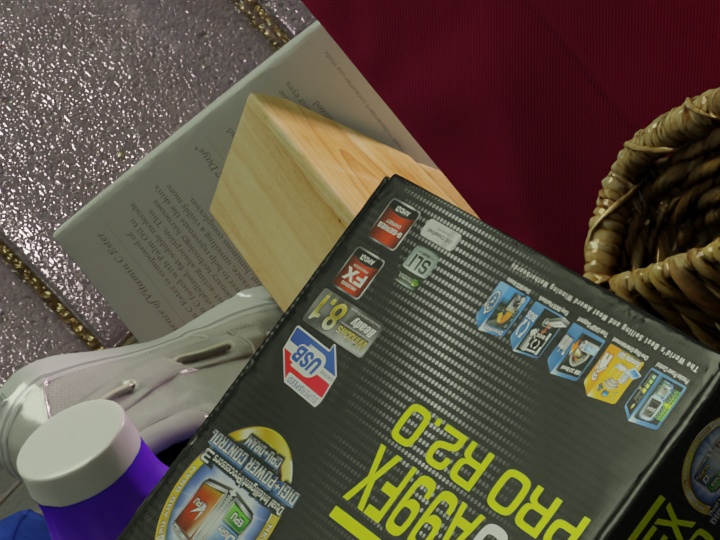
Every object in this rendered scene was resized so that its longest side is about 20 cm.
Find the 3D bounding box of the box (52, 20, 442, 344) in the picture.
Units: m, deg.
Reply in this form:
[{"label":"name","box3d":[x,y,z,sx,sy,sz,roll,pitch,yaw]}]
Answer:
[{"label":"box","box3d":[-0.019,-0.027,1.408,0.200,0.152,0.106,-35,5,31]}]

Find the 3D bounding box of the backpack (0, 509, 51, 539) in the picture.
[{"label":"backpack","box3d":[-0.170,0.216,1.410,0.168,0.163,0.200,-36,8,21]}]

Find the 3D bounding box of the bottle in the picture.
[{"label":"bottle","box3d":[-0.070,0.140,1.145,0.065,0.200,0.084,7,45,47]}]

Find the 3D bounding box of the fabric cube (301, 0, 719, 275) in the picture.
[{"label":"fabric cube","box3d":[0.117,-0.137,1.065,0.200,0.199,0.196,-25,17,50]}]

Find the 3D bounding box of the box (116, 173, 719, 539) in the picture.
[{"label":"box","box3d":[0.023,0.069,0.889,0.160,0.044,0.200,-53,34,-3]}]

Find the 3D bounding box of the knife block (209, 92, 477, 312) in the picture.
[{"label":"knife block","box3d":[0.000,0.000,1.237,0.176,0.200,0.064,-25,-42,-66]}]

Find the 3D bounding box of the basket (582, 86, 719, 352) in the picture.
[{"label":"basket","box3d":[0.132,0.030,0.914,0.143,0.149,0.200,-46,9,-24]}]

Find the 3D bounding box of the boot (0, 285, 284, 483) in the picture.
[{"label":"boot","box3d":[-0.055,0.065,1.239,0.200,0.074,0.096,-18,33,-38]}]
